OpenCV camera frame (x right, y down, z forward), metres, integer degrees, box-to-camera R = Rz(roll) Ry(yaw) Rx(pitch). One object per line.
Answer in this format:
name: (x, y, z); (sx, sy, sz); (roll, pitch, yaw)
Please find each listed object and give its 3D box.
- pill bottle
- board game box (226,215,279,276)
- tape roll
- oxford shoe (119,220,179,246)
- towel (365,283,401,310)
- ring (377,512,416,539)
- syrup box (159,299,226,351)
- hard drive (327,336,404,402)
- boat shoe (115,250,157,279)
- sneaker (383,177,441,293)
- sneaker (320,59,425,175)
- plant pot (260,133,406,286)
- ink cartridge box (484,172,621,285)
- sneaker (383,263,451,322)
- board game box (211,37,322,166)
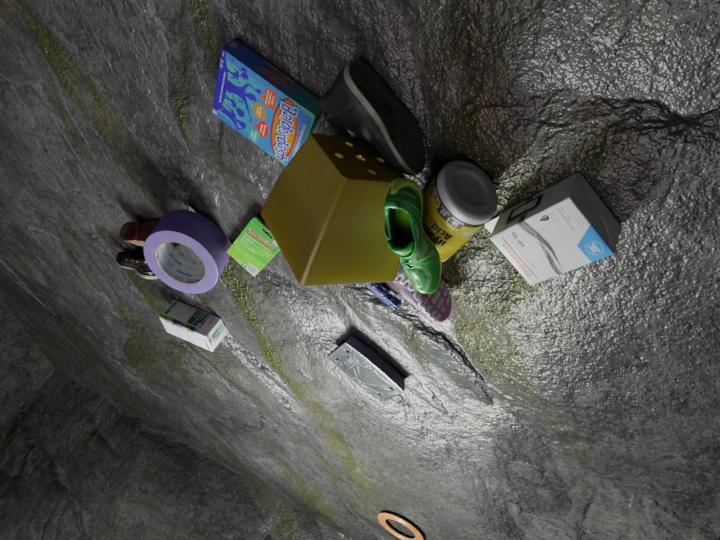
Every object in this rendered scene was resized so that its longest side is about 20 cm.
pill bottle: (0.134, -0.082, 0.952); (0.110, 0.112, 0.200); (36, 144, -2)
board game box: (-0.250, -0.058, 1.350); (0.095, 0.030, 0.199); (42, 145, -9)
tape roll: (-0.436, -0.045, 1.420); (0.194, 0.086, 0.204); (8, 133, 9)
oxford shoe: (-0.558, -0.094, 1.540); (0.195, 0.073, 0.075); (11, 169, 22)
towel: (0.000, 0.000, 1.172); (0.200, 0.024, 0.145); (45, 176, -11)
ring: (0.156, 0.988, 2.168); (0.196, 0.019, 0.204); (21, 140, 19)
syrup box: (-0.526, 0.172, 1.771); (0.195, 0.079, 0.083); (17, 140, 23)
hard drive: (0.017, 0.257, 1.466); (0.199, 0.043, 0.135); (40, 143, -5)
boat shoe: (-0.665, -0.030, 1.682); (0.198, 0.073, 0.065); (18, 106, 38)
sneaker: (0.072, -0.042, 0.883); (0.072, 0.084, 0.204); (2, 127, 33)
sneaker: (0.022, -0.232, 0.921); (0.202, 0.075, 0.105); (54, 145, -9)
plant pot: (-0.030, -0.113, 0.948); (0.201, 0.195, 0.179); (55, 134, 39)
ink cartridge box: (0.290, -0.053, 0.896); (0.116, 0.068, 0.199); (45, 143, -12)
sneaker: (0.098, 0.027, 1.134); (0.200, 0.081, 0.088); (45, 149, -4)
board game box: (-0.170, -0.293, 1.018); (0.197, 0.045, 0.153); (34, 143, 0)
